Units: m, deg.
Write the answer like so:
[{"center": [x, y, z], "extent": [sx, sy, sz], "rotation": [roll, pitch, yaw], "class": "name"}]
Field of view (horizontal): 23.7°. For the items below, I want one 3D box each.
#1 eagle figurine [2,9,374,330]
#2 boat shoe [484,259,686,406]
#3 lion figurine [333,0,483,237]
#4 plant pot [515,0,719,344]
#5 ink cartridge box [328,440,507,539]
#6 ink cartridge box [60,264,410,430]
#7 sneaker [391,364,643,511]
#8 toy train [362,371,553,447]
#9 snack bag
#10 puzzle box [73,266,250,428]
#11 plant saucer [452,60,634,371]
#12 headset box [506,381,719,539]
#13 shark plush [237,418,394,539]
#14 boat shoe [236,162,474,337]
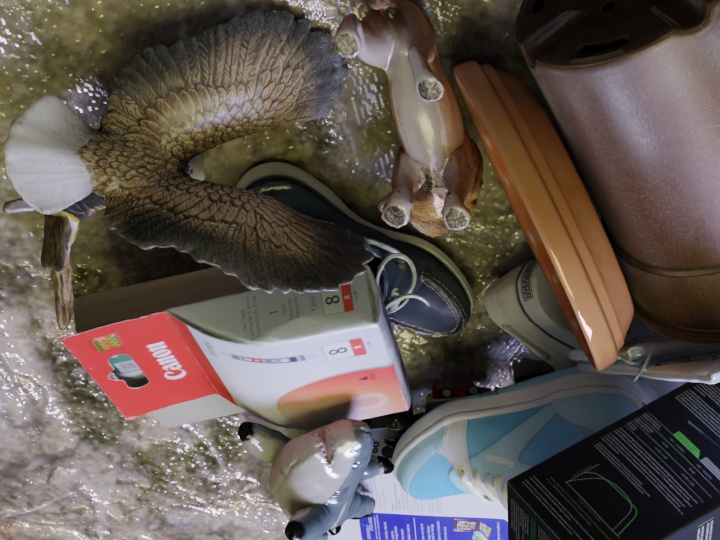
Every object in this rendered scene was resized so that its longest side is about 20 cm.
[{"center": [-0.104, -0.062, 1.032], "extent": [0.198, 0.151, 0.153], "rotation": [-7, 125, 16], "class": "eagle figurine"}, {"center": [0.168, 0.053, 1.219], "extent": [0.199, 0.071, 0.070], "rotation": [28, 151, -32], "class": "boat shoe"}, {"center": [0.034, -0.100, 1.032], "extent": [0.072, 0.123, 0.201], "rotation": [-2, 121, 9], "class": "lion figurine"}, {"center": [0.197, -0.098, 0.990], "extent": [0.199, 0.201, 0.199], "rotation": [-26, 124, 19], "class": "plant pot"}, {"center": [0.057, 0.172, 1.321], "extent": [0.198, 0.039, 0.100], "rotation": [2, 135, 7], "class": "ink cartridge box"}, {"center": [-0.074, 0.067, 1.112], "extent": [0.198, 0.050, 0.162], "rotation": [-15, 155, 2], "class": "ink cartridge box"}, {"center": [0.105, 0.151, 1.183], "extent": [0.199, 0.131, 0.079], "rotation": [-25, 139, 31], "class": "sneaker"}, {"center": [0.072, 0.100, 1.261], "extent": [0.198, 0.046, 0.034], "rotation": [-6, 143, -2], "class": "toy train"}, {"center": [0.247, 0.041, 1.052], "extent": [0.187, 0.200, 0.022], "rotation": [-10, 92, -14], "class": "snack bag"}, {"center": [-0.100, 0.052, 1.164], "extent": [0.132, 0.026, 0.200], "rotation": [-12, 155, 6], "class": "puzzle box"}, {"center": [0.113, -0.037, 1.026], "extent": [0.037, 0.201, 0.201], "rotation": [-25, 133, 4], "class": "plant saucer"}, {"center": [0.198, 0.173, 1.086], "extent": [0.199, 0.093, 0.175], "rotation": [-25, 136, -22], "class": "headset box"}, {"center": [-0.010, 0.157, 1.200], "extent": [0.083, 0.091, 0.200], "rotation": [-29, 146, 1], "class": "shark plush"}, {"center": [0.000, 0.000, 1.142], "extent": [0.075, 0.062, 0.200], "rotation": [-34, 128, 27], "class": "boat shoe"}]
